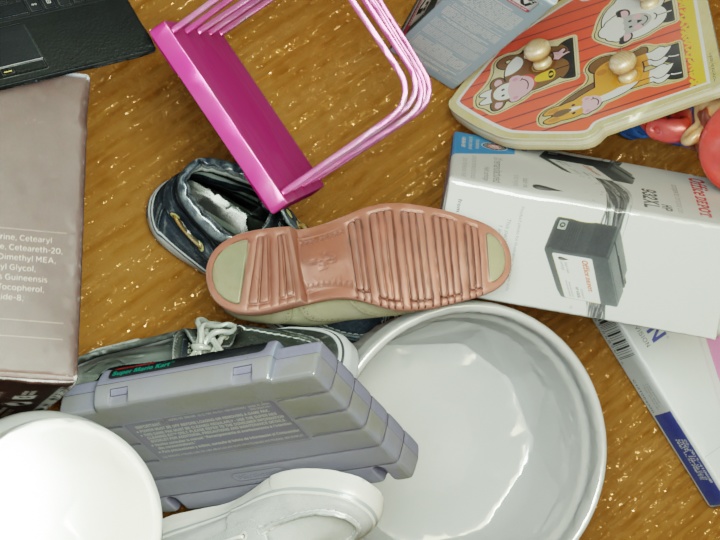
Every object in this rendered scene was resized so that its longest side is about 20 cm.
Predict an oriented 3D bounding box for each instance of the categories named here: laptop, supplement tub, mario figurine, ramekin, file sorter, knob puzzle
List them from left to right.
[{"bbox_3d":[-0.234,-0.221,1.401,0.176,0.103,0.201,-17,63,-30],"label":"laptop"},{"bbox_3d":[-0.205,0.166,1.415,0.144,0.200,0.146,4,78,-18],"label":"supplement tub"},{"bbox_3d":[-0.035,-0.136,1.519,0.125,0.200,0.139,-34,91,8],"label":"file sorter"},{"bbox_3d":[0.057,0.119,1.549,0.199,0.105,0.202,0,92,-17],"label":"ramekin"},{"bbox_3d":[0.154,-0.153,1.624,0.219,0.219,0.031,-42,126,-21],"label":"knob puzzle"},{"bbox_3d":[0.254,-0.126,1.626,0.123,0.200,0.106,-35,109,-11],"label":"mario figurine"}]

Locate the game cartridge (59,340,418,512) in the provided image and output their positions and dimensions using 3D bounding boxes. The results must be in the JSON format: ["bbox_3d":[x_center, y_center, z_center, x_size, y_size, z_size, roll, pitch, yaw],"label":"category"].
[{"bbox_3d":[-0.078,0.099,1.437,0.130,0.199,0.039,52,40,-38],"label":"game cartridge"}]

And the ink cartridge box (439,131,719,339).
[{"bbox_3d":[0.153,-0.026,1.572,0.198,0.145,0.084,10,106,1],"label":"ink cartridge box"}]

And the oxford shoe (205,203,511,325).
[{"bbox_3d":[0.000,0.000,1.500,0.198,0.074,0.071,-1,74,3],"label":"oxford shoe"}]

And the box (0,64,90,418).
[{"bbox_3d":[-0.270,-0.017,1.450,0.163,0.166,0.202,5,77,-18],"label":"box"}]

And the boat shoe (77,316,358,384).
[{"bbox_3d":[-0.102,0.065,1.487,0.198,0.068,0.074,-5,59,22],"label":"boat shoe"}]

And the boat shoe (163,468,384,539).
[{"bbox_3d":[-0.071,0.182,1.461,0.072,0.199,0.069,48,40,-36],"label":"boat shoe"}]

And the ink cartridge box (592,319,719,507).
[{"bbox_3d":[0.288,0.041,1.696,0.199,0.043,0.197,-33,90,-20],"label":"ink cartridge box"}]

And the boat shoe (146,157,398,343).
[{"bbox_3d":[-0.052,-0.005,1.562,0.199,0.091,0.071,30,71,-11],"label":"boat shoe"}]

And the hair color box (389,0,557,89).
[{"bbox_3d":[0.096,-0.209,1.597,0.060,0.200,0.099,31,70,-10],"label":"hair color box"}]
